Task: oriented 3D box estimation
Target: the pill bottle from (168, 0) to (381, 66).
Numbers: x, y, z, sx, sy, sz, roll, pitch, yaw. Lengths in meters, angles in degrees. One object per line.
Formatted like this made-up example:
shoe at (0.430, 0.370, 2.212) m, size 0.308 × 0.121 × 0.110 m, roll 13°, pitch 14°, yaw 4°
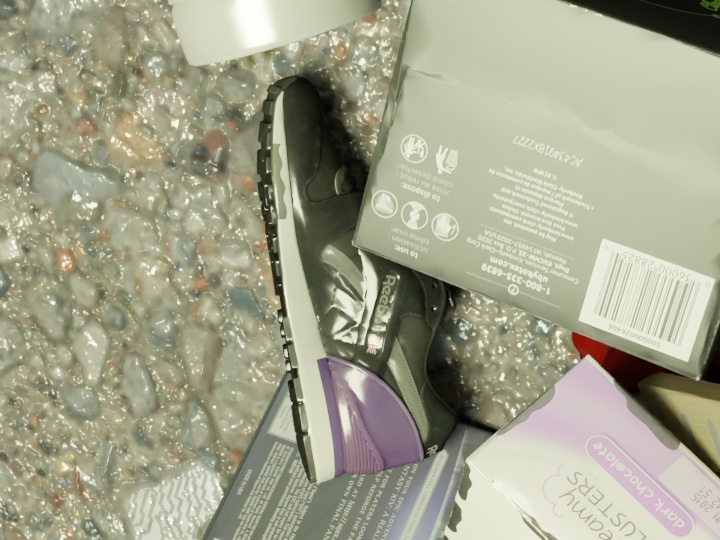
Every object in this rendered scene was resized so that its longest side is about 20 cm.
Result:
pill bottle at (-0.062, -0.201, 0.789) m, size 0.113 × 0.113 × 0.200 m, roll -10°, pitch 104°, yaw 27°

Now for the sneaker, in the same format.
sneaker at (0.000, 0.000, 0.875) m, size 0.087 × 0.076 × 0.200 m, roll -9°, pitch 96°, yaw -6°

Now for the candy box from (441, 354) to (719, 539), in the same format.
candy box at (0.113, 0.150, 0.730) m, size 0.168 × 0.072 × 0.200 m, roll 45°, pitch 159°, yaw 17°

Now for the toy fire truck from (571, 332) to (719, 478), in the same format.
toy fire truck at (0.165, 0.082, 0.742) m, size 0.129 × 0.200 × 0.176 m, roll -37°, pitch 91°, yaw 31°

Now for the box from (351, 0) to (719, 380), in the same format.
box at (0.110, -0.069, 0.711) m, size 0.148 × 0.200 × 0.125 m, roll 22°, pitch 117°, yaw 15°

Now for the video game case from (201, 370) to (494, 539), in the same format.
video game case at (0.026, 0.138, 0.872) m, size 0.200 × 0.143 × 0.019 m, roll 18°, pitch 153°, yaw 16°
